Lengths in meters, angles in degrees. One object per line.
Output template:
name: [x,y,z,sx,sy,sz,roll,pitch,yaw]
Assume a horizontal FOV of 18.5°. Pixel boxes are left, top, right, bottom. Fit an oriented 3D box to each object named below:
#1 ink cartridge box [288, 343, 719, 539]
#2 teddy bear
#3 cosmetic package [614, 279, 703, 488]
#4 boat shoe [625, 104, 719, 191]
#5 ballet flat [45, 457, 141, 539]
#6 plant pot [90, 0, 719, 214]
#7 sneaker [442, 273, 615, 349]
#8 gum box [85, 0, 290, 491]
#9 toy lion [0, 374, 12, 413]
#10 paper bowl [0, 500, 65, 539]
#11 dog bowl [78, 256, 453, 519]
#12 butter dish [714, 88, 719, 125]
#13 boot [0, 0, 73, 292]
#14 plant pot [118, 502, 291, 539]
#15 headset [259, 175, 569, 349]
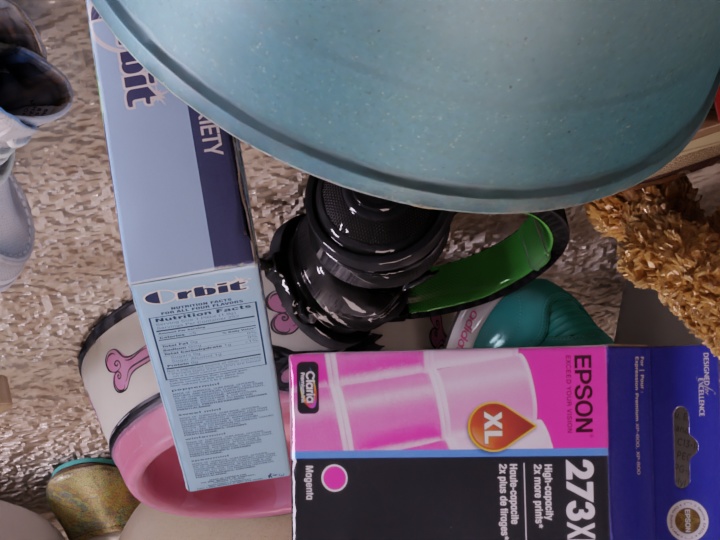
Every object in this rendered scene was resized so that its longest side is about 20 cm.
ink cartridge box: [0.065,0.083,1.015,0.199,0.095,0.037,-2,176,15]
teddy bear: [0.167,0.018,0.955,0.067,0.200,0.145,-49,142,0]
cosmetic package: [0.230,0.097,1.112,0.165,0.201,0.165,8,-176,-38]
boat shoe: [0.105,-0.059,0.942,0.199,0.072,0.072,-17,155,-2]
ballet flat: [-0.132,0.170,1.345,0.070,0.071,0.200,-15,155,9]
plant pot: [0.036,-0.151,0.578,0.199,0.200,0.188,-1,139,-22]
sneaker: [0.091,0.108,1.092,0.083,0.121,0.200,-15,129,-37]
gum box: [-0.063,-0.034,0.797,0.044,0.170,0.200,-9,156,-3]
toy lion: [-0.264,0.063,1.032,0.200,0.069,0.192,-8,168,-37]
paper bowl: [-0.243,0.196,1.283,0.200,0.105,0.201,2,155,1]
dog bowl: [-0.043,0.067,1.147,0.199,0.074,0.200,-9,156,-4]
butter dish: [0.211,-0.046,0.829,0.199,0.200,0.148,-2,143,-19]
boot: [-0.150,-0.048,0.844,0.095,0.074,0.200,-11,156,17]
plant pot: [-0.026,0.195,1.251,0.200,0.201,0.134,11,159,-40]
headset: [0.000,0.000,0.991,0.199,0.094,0.124,-1,154,-21]
